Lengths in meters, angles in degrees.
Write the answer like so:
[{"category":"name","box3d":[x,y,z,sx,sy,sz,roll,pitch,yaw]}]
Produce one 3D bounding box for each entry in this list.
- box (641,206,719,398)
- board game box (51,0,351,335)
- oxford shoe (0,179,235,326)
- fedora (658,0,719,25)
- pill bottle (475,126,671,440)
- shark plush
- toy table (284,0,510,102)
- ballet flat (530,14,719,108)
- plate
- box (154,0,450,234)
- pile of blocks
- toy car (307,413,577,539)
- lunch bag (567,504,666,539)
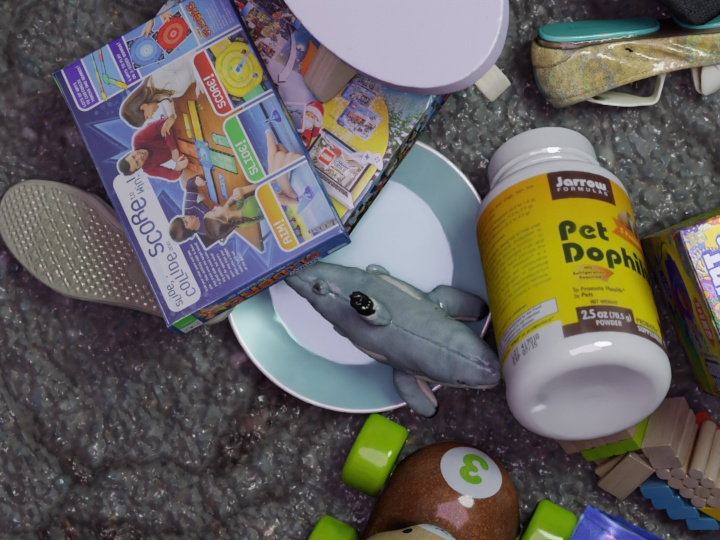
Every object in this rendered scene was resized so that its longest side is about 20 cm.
[{"category":"box","box3d":[0.305,-0.002,1.258,0.191,0.200,0.123,-22,89,1]},{"category":"board game box","box3d":[-0.108,-0.077,1.287,0.134,0.034,0.201,-27,74,5]},{"category":"oxford shoe","box3d":[-0.167,-0.010,1.345,0.198,0.058,0.076,19,100,19]},{"category":"fedora","box3d":[0.211,-0.237,1.276,0.091,0.201,0.201,-38,89,8]},{"category":"pill bottle","box3d":[0.137,0.004,1.273,0.108,0.110,0.201,-9,53,2]},{"category":"shark plush","box3d":[0.011,0.018,1.300,0.200,0.083,0.091,40,91,1]},{"category":"toy table","box3d":[0.023,-0.188,1.243,0.183,0.117,0.201,-32,75,9]},{"category":"ballet flat","box3d":[0.218,-0.150,1.334,0.198,0.071,0.071,-9,90,1]},{"category":"plate","box3d":[0.000,0.000,1.355,0.198,0.026,0.202,0,89,3]},{"category":"box","box3d":[-0.051,-0.135,1.333,0.199,0.038,0.137,37,89,11]},{"category":"pile of blocks","box3d":[0.217,0.125,1.340,0.199,0.082,0.062,34,48,-7]},{"category":"toy car","box3d":[0.044,0.194,1.261,0.163,0.200,0.159,26,91,5]},{"category":"lunch bag","box3d":[0.168,0.249,1.260,0.094,0.199,0.151,30,90,44]}]
